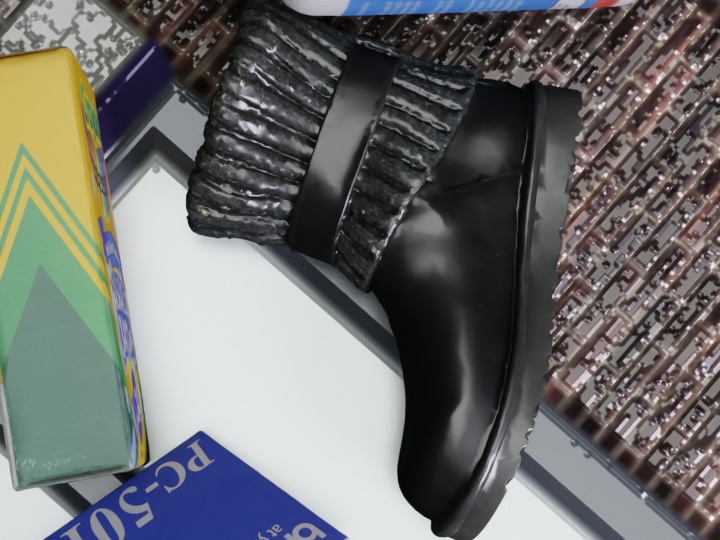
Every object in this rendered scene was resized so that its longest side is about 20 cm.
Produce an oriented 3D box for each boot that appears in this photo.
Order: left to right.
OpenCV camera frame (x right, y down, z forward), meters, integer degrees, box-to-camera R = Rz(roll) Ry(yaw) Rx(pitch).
[{"bbox_3d":[0.000,0.000,0.979,0.158,0.079,0.211,12,76,-8],"label":"boot"}]

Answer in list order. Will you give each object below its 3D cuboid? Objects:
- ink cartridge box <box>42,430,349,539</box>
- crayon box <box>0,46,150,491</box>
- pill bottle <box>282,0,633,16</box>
[{"bbox_3d":[-0.106,0.151,0.923,0.200,0.044,0.094,-34,49,-31],"label":"ink cartridge box"},{"bbox_3d":[-0.128,-0.013,0.954,0.052,0.126,0.200,-10,87,-3],"label":"crayon box"},{"bbox_3d":[0.018,-0.162,0.962,0.200,0.112,0.112,-4,87,-11],"label":"pill bottle"}]
